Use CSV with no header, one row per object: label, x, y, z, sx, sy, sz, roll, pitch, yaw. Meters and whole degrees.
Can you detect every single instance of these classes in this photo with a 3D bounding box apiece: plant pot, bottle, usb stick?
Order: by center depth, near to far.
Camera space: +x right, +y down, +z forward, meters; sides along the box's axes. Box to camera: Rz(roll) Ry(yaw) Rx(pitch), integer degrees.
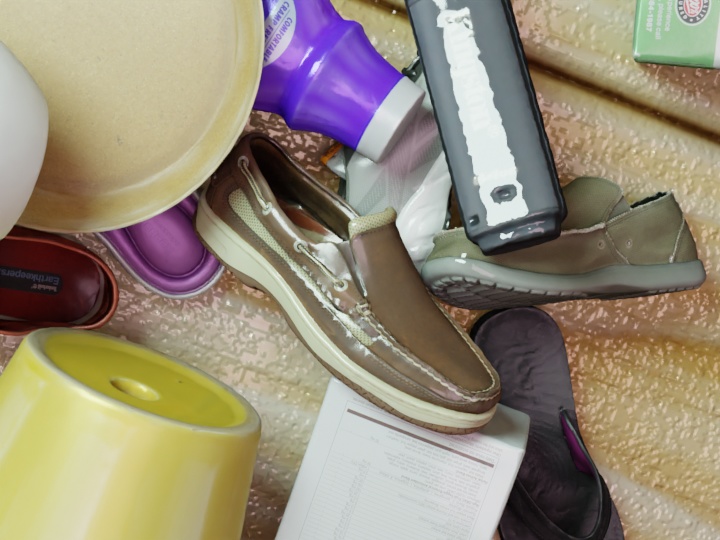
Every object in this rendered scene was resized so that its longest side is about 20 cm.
plant pot,-0.145,-0.119,0.694,0.199,0.027,0.201,1,99,5
plant pot,-0.145,0.140,0.712,0.200,0.201,0.189,20,98,-12
usb stick,0.060,-0.108,0.722,0.055,0.033,0.201,-14,77,4
bottle,-0.060,-0.130,0.732,0.200,0.065,0.084,35,94,3

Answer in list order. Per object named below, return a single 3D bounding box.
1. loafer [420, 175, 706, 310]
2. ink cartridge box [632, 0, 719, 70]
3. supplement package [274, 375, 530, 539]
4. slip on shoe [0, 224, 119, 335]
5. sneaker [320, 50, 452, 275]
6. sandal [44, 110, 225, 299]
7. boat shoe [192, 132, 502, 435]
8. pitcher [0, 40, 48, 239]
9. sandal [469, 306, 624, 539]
loafer,0.115,-0.017,0.787,0.200,0.075,0.070,-1,83,-39
ink cartridge box,0.258,-0.180,0.763,0.199,0.088,0.146,6,99,11
supplement package,0.010,0.164,0.779,0.113,0.110,0.200,21,97,7
slip on shoe,-0.215,0.000,0.714,0.200,0.061,0.074,10,89,-37
sneaker,0.027,-0.080,0.777,0.079,0.074,0.201,22,95,-7
sandal,-0.144,-0.061,0.749,0.203,0.050,0.083,41,88,-23
boat shoe,-0.003,0.002,0.720,0.202,0.075,0.075,37,121,15
pitcher,-0.246,-0.100,0.618,0.200,0.121,0.172,20,57,-34
sandal,0.112,0.120,0.835,0.075,0.048,0.201,-20,101,-6
